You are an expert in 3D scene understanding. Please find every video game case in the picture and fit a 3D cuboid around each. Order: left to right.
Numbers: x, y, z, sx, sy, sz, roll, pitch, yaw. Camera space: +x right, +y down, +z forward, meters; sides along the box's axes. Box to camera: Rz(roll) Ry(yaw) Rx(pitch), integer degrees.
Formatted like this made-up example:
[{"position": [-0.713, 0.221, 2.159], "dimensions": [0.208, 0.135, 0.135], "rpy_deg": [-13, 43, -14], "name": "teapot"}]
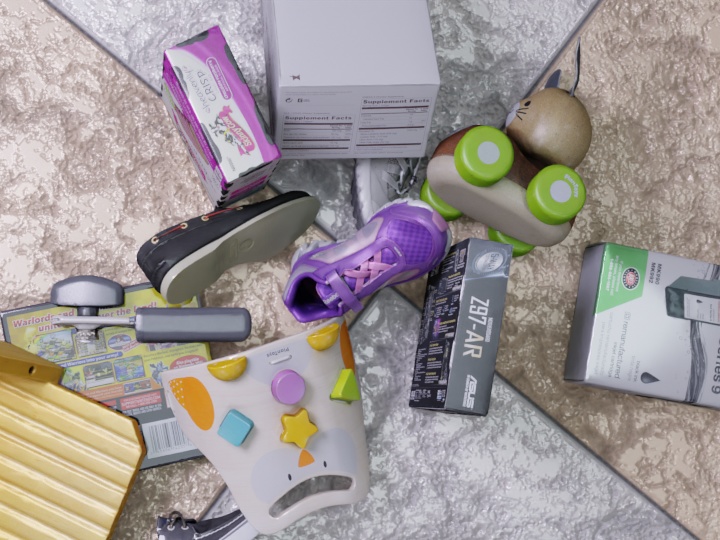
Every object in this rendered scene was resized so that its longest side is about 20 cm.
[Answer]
[{"position": [-0.244, 0.111, 1.527], "dimensions": [0.198, 0.025, 0.183], "rpy_deg": [-11, 88, -8], "name": "video game case"}]

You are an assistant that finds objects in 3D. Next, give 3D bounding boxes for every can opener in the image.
[{"position": [-0.205, 0.042, 1.497], "dimensions": [0.197, 0.053, 0.067], "rpy_deg": [5, 84, -7], "name": "can opener"}]

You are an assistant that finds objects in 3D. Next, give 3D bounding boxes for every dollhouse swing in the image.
[{"position": [-0.333, 0.186, 1.424], "dimensions": [0.175, 0.181, 0.202], "rpy_deg": [24, 90, 26], "name": "dollhouse swing"}]

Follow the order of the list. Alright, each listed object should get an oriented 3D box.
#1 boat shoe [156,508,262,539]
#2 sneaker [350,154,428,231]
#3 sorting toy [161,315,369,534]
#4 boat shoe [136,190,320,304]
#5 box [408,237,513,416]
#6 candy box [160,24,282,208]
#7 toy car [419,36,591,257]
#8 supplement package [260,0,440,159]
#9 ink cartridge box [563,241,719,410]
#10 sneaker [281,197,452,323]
[{"position": [-0.188, 0.274, 1.505], "dimensions": [0.199, 0.070, 0.067], "rpy_deg": [-29, 91, -1], "name": "boat shoe"}, {"position": [0.031, -0.101, 1.554], "dimensions": [0.081, 0.075, 0.203], "rpy_deg": [-4, 86, -6], "name": "sneaker"}, {"position": [-0.068, 0.155, 1.496], "dimensions": [0.198, 0.107, 0.182], "rpy_deg": [-18, 94, -19], "name": "sorting toy"}, {"position": [-0.128, -0.037, 1.517], "dimensions": [0.200, 0.074, 0.063], "rpy_deg": [-28, 58, -30], "name": "boat shoe"}, {"position": [0.094, 0.058, 1.489], "dimensions": [0.043, 0.200, 0.162], "rpy_deg": [10, 84, -7], "name": "box"}, {"position": [-0.138, -0.140, 1.471], "dimensions": [0.061, 0.200, 0.137], "rpy_deg": [-26, 88, -9], "name": "candy box"}, {"position": [0.169, -0.139, 1.541], "dimensions": [0.157, 0.164, 0.202], "rpy_deg": [27, 73, -5], "name": "toy car"}, {"position": [-0.014, -0.222, 1.498], "dimensions": [0.154, 0.111, 0.202], "rpy_deg": [-2, 57, -8], "name": "supplement package"}, {"position": [0.324, 0.061, 1.578], "dimensions": [0.198, 0.084, 0.148], "rpy_deg": [10, 85, -7], "name": "ink cartridge box"}, {"position": [0.000, 0.000, 1.485], "dimensions": [0.081, 0.199, 0.089], "rpy_deg": [56, 36, -13], "name": "sneaker"}]
